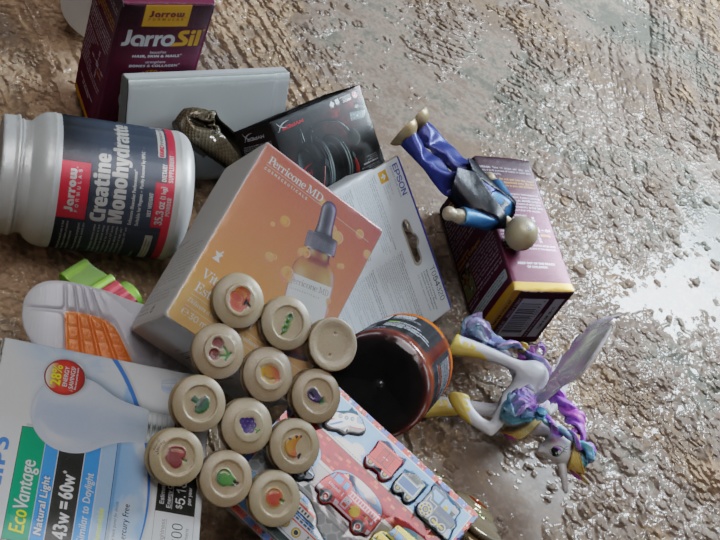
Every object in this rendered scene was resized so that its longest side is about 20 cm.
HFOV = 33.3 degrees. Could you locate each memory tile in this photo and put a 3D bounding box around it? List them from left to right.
[{"bbox_3d":[-0.093,0.116,1.080,0.152,0.017,0.202,27,71,-20],"label":"memory tile"},{"bbox_3d":[0.055,0.208,1.218,0.199,0.017,0.153,35,4,3],"label":"memory tile"}]

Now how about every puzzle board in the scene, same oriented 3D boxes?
[{"bbox_3d":[-0.012,0.213,1.104,0.200,0.017,0.151,41,72,7],"label":"puzzle board"}]

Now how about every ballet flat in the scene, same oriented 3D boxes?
[{"bbox_3d":[-0.133,-0.132,1.395,0.199,0.046,0.068,35,21,-38],"label":"ballet flat"}]

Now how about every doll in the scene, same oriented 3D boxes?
[{"bbox_3d":[0.122,-0.094,1.382,0.200,0.048,0.137,43,36,0],"label":"doll"}]

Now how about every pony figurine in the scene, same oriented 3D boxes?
[{"bbox_3d":[0.190,0.128,1.344,0.198,0.167,0.194,25,64,7],"label":"pony figurine"}]

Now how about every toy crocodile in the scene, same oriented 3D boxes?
[{"bbox_3d":[-0.235,0.063,1.241,0.067,0.062,0.200,-31,71,-38],"label":"toy crocodile"}]

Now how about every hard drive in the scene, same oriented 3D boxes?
[{"bbox_3d":[-0.183,-0.168,1.398,0.198,0.133,0.026,-8,35,-30],"label":"hard drive"}]

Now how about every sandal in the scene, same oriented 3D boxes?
[{"bbox_3d":[-0.233,0.068,1.180,0.204,0.059,0.080,14,72,-24],"label":"sandal"}]

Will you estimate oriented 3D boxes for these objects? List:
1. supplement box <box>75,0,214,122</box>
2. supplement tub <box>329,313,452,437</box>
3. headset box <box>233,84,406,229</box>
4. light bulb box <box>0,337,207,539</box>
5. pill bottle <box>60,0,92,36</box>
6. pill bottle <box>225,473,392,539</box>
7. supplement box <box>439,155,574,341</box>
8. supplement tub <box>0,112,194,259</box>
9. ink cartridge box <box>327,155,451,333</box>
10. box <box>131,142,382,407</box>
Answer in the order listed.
[{"bbox_3d":[-0.249,-0.256,1.376,0.109,0.201,0.086,-7,54,-29],"label":"supplement box"},{"bbox_3d":[0.038,0.101,1.231,0.107,0.107,0.200,39,11,8],"label":"supplement tub"},{"bbox_3d":[-0.040,-0.093,1.392,0.148,0.075,0.202,-28,104,-39],"label":"headset box"},{"bbox_3d":[-0.250,0.190,1.094,0.198,0.125,0.200,12,50,-17],"label":"light bulb box"},{"bbox_3d":[-0.303,-0.386,1.522,0.115,0.117,0.202,20,50,-9],"label":"pill bottle"},{"bbox_3d":[-0.024,0.248,1.160,0.199,0.115,0.114,35,48,5],"label":"pill bottle"},{"bbox_3d":[0.174,-0.026,1.465,0.085,0.111,0.202,3,54,-23],"label":"supplement box"},{"bbox_3d":[-0.285,-0.091,1.284,0.198,0.141,0.142,6,52,-21],"label":"supplement tub"},{"bbox_3d":[0.000,0.000,1.345,0.199,0.043,0.198,-33,108,-41],"label":"ink cartridge box"},{"bbox_3d":[-0.099,0.008,1.167,0.152,0.106,0.201,35,67,-18],"label":"box"}]
